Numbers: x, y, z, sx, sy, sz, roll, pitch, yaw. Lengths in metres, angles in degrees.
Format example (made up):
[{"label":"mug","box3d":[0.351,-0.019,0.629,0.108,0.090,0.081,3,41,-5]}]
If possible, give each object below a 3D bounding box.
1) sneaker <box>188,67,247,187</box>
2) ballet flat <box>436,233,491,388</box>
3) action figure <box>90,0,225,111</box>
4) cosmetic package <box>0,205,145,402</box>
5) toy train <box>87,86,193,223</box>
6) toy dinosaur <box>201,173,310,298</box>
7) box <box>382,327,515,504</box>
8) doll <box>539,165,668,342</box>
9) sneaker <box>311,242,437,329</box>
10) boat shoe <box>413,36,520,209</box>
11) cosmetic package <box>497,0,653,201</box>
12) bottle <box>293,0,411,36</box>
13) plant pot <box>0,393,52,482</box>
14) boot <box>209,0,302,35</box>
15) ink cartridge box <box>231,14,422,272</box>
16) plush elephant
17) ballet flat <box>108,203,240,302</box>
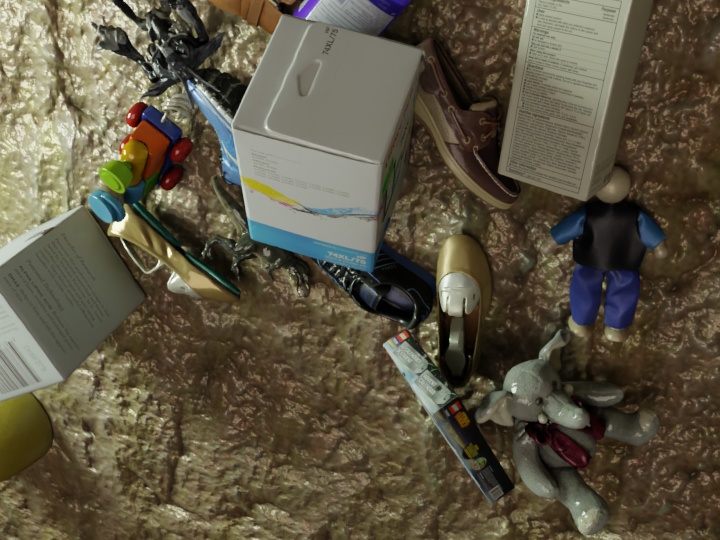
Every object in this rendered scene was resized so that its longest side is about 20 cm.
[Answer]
[{"label":"sneaker","box3d":[-0.147,-0.147,0.963,0.089,0.079,0.201,-29,105,29]},{"label":"ballet flat","box3d":[0.123,0.056,0.984,0.068,0.063,0.202,3,119,16]},{"label":"action figure","box3d":[-0.228,-0.267,0.869,0.119,0.102,0.201,-37,74,12]},{"label":"cosmetic package","box3d":[-0.441,0.046,1.111,0.164,0.200,0.166,-19,112,28]},{"label":"toy train","box3d":[-0.261,-0.140,0.955,0.084,0.116,0.200,38,147,-3]},{"label":"toy dinosaur","box3d":[-0.147,-0.032,1.038,0.088,0.048,0.200,-31,118,22]},{"label":"box","box3d":[0.108,0.177,0.985,0.040,0.137,0.201,-35,128,-3]},{"label":"doll","box3d":[0.266,-0.019,0.895,0.135,0.049,0.202,7,121,16]},{"label":"sneaker","box3d":[0.000,0.000,0.990,0.199,0.078,0.070,28,125,4]},{"label":"boat shoe","box3d":[0.116,-0.157,0.863,0.072,0.072,0.201,-33,97,34]},{"label":"cosmetic package","box3d":[0.207,-0.182,0.791,0.103,0.073,0.202,23,123,28]},{"label":"bottle","box3d":[-0.029,-0.256,0.858,0.083,0.066,0.200,31,128,-23]},{"label":"plant pot","box3d":[-0.646,0.286,1.364,0.198,0.142,0.202,9,121,16]},{"label":"boot","box3d":[-0.109,-0.349,0.830,0.155,0.077,0.200,35,127,1]},{"label":"ink cartridge box","box3d":[-0.031,-0.123,0.824,0.145,0.148,0.200,16,153,7]},{"label":"plush elephant","box3d":[0.223,0.164,0.932,0.199,0.165,0.155,32,165,41]},{"label":"ballet flat","box3d":[-0.249,-0.009,1.076,0.200,0.069,0.063,40,89,3]}]
